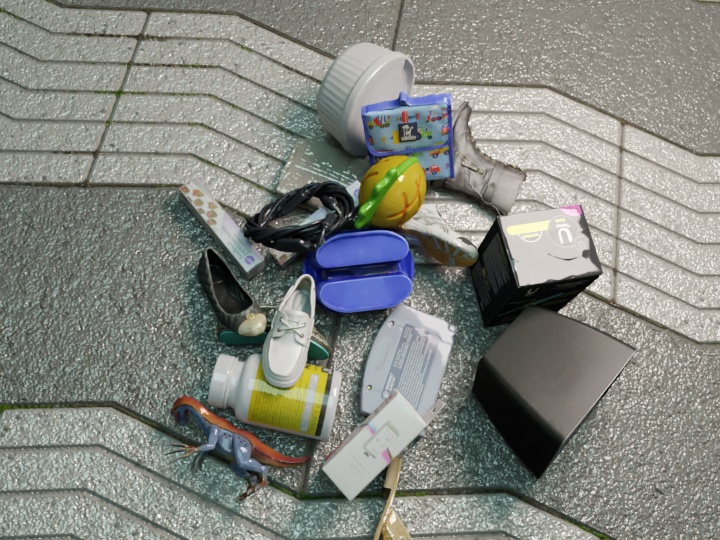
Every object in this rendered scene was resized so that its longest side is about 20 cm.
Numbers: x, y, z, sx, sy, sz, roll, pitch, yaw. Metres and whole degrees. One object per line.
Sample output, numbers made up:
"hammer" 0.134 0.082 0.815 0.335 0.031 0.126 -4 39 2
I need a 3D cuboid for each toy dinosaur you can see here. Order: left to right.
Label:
"toy dinosaur" -0.209 0.263 1.112 0.198 0.105 0.183 -22 76 -29

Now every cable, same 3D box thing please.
"cable" -0.109 -0.097 1.215 0.197 0.051 0.164 2 46 33

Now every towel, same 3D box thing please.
"towel" -0.049 -0.159 1.324 0.197 0.035 0.134 23 69 1

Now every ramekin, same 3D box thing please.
"ramekin" 0.005 -0.319 1.311 0.094 0.203 0.203 35 68 21

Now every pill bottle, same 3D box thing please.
"pill bottle" -0.134 0.194 1.134 0.197 0.112 0.113 12 68 -2

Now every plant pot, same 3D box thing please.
"plant pot" 0.293 0.179 1.158 0.177 0.201 0.199 39 69 23

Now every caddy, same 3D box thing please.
"caddy" 0.000 0.000 1.232 0.197 0.105 0.144 -6 91 -8

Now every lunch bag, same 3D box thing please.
"lunch bag" 0.083 -0.241 1.231 0.148 0.201 0.095 -5 65 6

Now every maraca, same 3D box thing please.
"maraca" 0.046 -0.128 1.187 0.106 0.200 0.138 35 112 10

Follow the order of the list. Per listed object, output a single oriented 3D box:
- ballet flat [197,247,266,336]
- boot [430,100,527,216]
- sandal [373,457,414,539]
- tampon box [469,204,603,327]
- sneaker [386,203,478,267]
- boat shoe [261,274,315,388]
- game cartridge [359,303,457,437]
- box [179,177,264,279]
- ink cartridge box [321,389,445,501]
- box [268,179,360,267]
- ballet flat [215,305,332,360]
"ballet flat" -0.217 0.038 1.178 0.066 0.057 0.200 -23 49 -29
"boot" 0.234 -0.207 1.363 0.172 0.069 0.203 19 78 0
"sandal" 0.056 0.396 1.096 0.069 0.078 0.214 12 63 5
"tampon box" 0.286 -0.005 1.213 0.147 0.200 0.128 -9 70 -10
"sneaker" 0.128 -0.078 1.270 0.198 0.076 0.088 25 59 23
"boat shoe" -0.109 0.087 1.120 0.070 0.070 0.202 13 45 -5
"game cartridge" 0.075 0.163 1.212 0.131 0.041 0.202 22 68 -2
"box" -0.243 -0.074 1.256 0.039 0.042 0.200 -37 76 -18
"ink cartridge box" 0.036 0.249 1.101 0.200 0.117 0.068 -43 85 -4
"box" -0.072 -0.081 1.263 0.199 0.041 0.039 -38 86 -5
"ballet flat" -0.140 0.095 1.202 0.197 0.068 0.076 9 52 -1
